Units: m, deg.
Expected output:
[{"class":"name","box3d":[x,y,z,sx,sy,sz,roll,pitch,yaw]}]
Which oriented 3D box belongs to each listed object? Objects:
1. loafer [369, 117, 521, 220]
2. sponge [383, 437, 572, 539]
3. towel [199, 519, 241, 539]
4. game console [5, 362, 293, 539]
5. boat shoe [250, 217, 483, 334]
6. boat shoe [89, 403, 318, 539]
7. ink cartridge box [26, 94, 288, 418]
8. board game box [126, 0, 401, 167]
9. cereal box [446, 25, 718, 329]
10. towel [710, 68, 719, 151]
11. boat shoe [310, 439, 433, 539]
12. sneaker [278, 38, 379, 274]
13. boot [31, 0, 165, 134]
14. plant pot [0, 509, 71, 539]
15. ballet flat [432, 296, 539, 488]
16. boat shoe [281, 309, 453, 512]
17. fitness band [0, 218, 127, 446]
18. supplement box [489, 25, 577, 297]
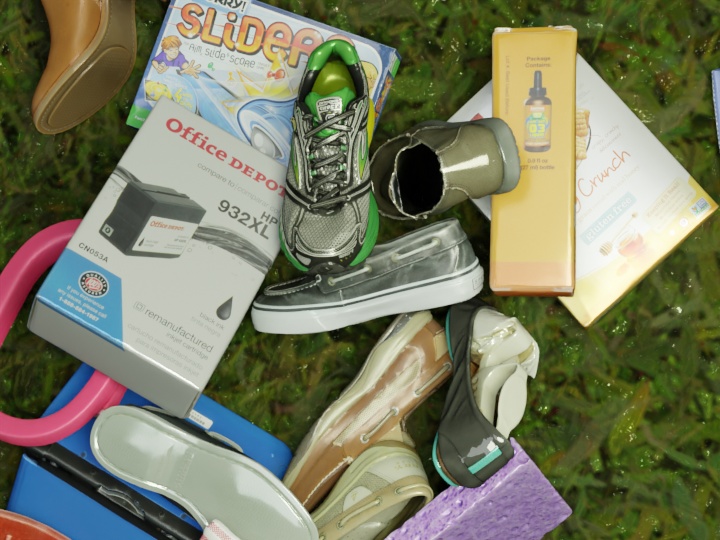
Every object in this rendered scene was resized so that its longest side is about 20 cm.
[{"class":"loafer","box3d":[0.046,-0.078,1.113,0.069,0.200,0.076,-14,90,-25]},{"class":"sponge","box3d":[0.065,0.219,1.122,0.199,0.112,0.030,-39,51,4]},{"class":"towel","box3d":[-0.091,0.290,1.124,0.146,0.030,0.201,38,129,8]},{"class":"game console","box3d":[-0.180,0.191,1.211,0.199,0.119,0.171,29,59,10]},{"class":"boat shoe","box3d":[0.000,0.000,1.156,0.198,0.072,0.072,-13,103,19]},{"class":"boat shoe","box3d":[-0.114,0.162,1.129,0.199,0.060,0.076,34,96,9]},{"class":"ink cartridge box","box3d":[-0.146,-0.012,1.139,0.144,0.084,0.201,29,64,-4]},{"class":"board game box","box3d":[-0.081,-0.150,1.216,0.198,0.034,0.137,20,88,11]},{"class":"cereal box","box3d":[0.166,-0.075,1.165,0.144,0.040,0.200,-43,80,4]},{"class":"towel","box3d":[0.383,-0.104,1.145,0.197,0.024,0.147,-8,86,10]},{"class":"boat shoe","box3d":[-0.015,0.225,1.134,0.073,0.063,0.201,32,106,-30]},{"class":"sneaker","box3d":[-0.028,-0.086,1.102,0.077,0.086,0.202,-4,58,4]},{"class":"boot","box3d":[-0.254,-0.232,1.242,0.154,0.074,0.201,38,97,20]},{"class":"plant pot","box3d":[-0.307,0.323,1.129,0.200,0.201,0.197,32,111,11]},{"class":"ballet flat","box3d":[0.101,0.081,1.098,0.068,0.201,0.068,-32,120,30]},{"class":"boat shoe","box3d":[0.010,0.124,1.158,0.074,0.076,0.201,37,92,7]},{"class":"fitness band","box3d":[-0.245,0.050,1.193,0.142,0.038,0.202,16,67,21]},{"class":"supplement box","box3d":[0.134,-0.082,1.119,0.066,0.069,0.203,1,87,11]}]
